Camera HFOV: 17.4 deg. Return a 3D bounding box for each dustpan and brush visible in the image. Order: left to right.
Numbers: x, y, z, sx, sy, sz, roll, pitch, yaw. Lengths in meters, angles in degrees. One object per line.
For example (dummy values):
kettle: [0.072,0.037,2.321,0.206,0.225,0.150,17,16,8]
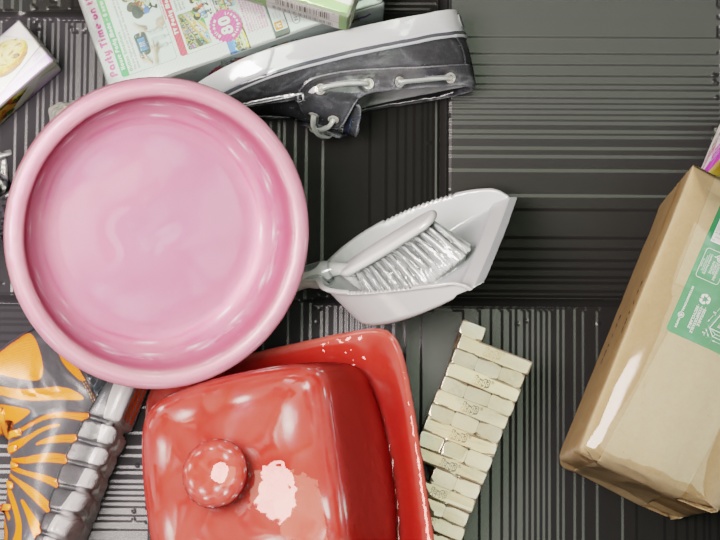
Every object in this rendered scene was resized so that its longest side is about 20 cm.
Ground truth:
dustpan and brush: [0.000,0.000,1.598,0.199,0.140,0.057,-28,108,26]

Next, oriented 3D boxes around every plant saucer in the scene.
plant saucer: [-0.135,-0.026,1.533,0.199,0.051,0.202,-2,98,-15]

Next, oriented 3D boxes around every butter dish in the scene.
butter dish: [-0.069,0.140,1.530,0.198,0.148,0.202,-14,74,19]

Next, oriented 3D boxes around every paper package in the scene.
paper package: [0.216,0.053,1.536,0.103,0.191,0.201,23,84,3]

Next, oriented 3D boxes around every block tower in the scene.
block tower: [0.058,0.137,1.600,0.057,0.054,0.201,20,86,2]

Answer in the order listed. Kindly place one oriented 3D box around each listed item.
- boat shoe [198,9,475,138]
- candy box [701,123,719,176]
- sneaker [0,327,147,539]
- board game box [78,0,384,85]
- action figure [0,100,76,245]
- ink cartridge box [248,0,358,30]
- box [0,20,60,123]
boat shoe: [-0.019,-0.123,1.621,0.198,0.072,0.068,-14,83,-8]
candy box: [0.331,-0.050,1.571,0.199,0.136,0.061,24,84,4]
sneaker: [-0.229,0.130,1.602,0.111,0.078,0.201,21,75,7]
board game box: [-0.099,-0.213,1.631,0.199,0.064,0.149,-19,84,-2]
action figure: [-0.189,-0.064,1.597,0.198,0.119,0.103,-7,94,-9]
ink cartridge box: [-0.047,-0.280,1.584,0.144,0.048,0.202,17,83,2]
box: [-0.295,-0.092,1.635,0.200,0.039,0.041,-41,84,-3]
